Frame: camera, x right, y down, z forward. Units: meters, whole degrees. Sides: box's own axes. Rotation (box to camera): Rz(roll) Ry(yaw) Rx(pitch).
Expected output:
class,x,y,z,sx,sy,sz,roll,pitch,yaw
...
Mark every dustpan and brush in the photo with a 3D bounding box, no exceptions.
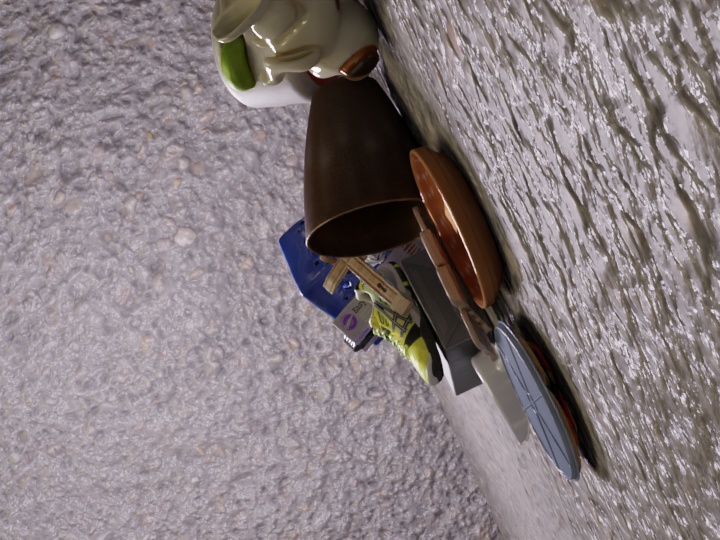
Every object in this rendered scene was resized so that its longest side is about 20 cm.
class,x,y,z,sx,sy,sz,roll,pitch,yaw
dustpan and brush,0.190,0.139,1.639,0.140,0.057,0.200,62,-177,32

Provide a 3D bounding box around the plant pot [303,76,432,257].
class,x,y,z,sx,sy,sz,roll,pitch,yaw
plant pot,-0.001,-0.145,1.590,0.187,0.185,0.202,72,-176,-72

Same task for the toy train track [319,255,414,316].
class,x,y,z,sx,sy,sz,roll,pitch,yaw
toy train track,0.000,0.000,1.724,0.200,0.115,0.032,40,-168,38

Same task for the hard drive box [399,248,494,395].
class,x,y,z,sx,sy,sz,roll,pitch,yaw
hard drive box,0.133,0.073,1.786,0.200,0.076,0.157,71,174,-65

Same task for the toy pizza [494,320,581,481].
class,x,y,z,sx,sy,sz,roll,pitch,yaw
toy pizza,0.209,0.145,1.388,0.200,0.032,0.202,155,90,-86

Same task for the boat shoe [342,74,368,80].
class,x,y,z,sx,sy,sz,roll,pitch,yaw
boat shoe,-0.035,-0.342,1.563,0.201,0.072,0.072,58,-152,-4

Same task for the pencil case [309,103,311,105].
class,x,y,z,sx,sy,sz,roll,pitch,yaw
pencil case,-0.037,-0.267,1.853,0.200,0.093,0.091,-122,10,-62

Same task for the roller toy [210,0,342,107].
class,x,y,z,sx,sy,sz,roll,pitch,yaw
roller toy,-0.102,-0.319,1.650,0.182,0.139,0.202,32,-118,-59

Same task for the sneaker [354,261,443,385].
class,x,y,z,sx,sy,sz,roll,pitch,yaw
sneaker,0.058,0.084,1.726,0.076,0.076,0.201,71,173,-57

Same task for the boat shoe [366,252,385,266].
class,x,y,z,sx,sy,sz,roll,pitch,yaw
boat shoe,0.012,-0.039,1.837,0.200,0.071,0.069,-14,85,62

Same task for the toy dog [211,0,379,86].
class,x,y,z,sx,sy,sz,roll,pitch,yaw
toy dog,-0.060,-0.303,1.414,0.200,0.193,0.140,34,-157,-46

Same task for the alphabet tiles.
class,x,y,z,sx,sy,sz,roll,pitch,yaw
alphabet tiles,0.122,0.016,1.517,0.197,0.015,0.200,67,-170,20

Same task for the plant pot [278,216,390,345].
class,x,y,z,sx,sy,sz,roll,pitch,yaw
plant pot,-0.004,-0.022,2.140,0.199,0.180,0.200,34,-163,-33

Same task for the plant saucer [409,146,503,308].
class,x,y,z,sx,sy,sz,roll,pitch,yaw
plant saucer,0.114,-0.054,1.395,0.200,0.037,0.202,154,90,-87

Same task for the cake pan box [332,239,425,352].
class,x,y,z,sx,sy,sz,roll,pitch,yaw
cake pan box,0.039,0.036,1.885,0.052,0.200,0.184,39,176,12
